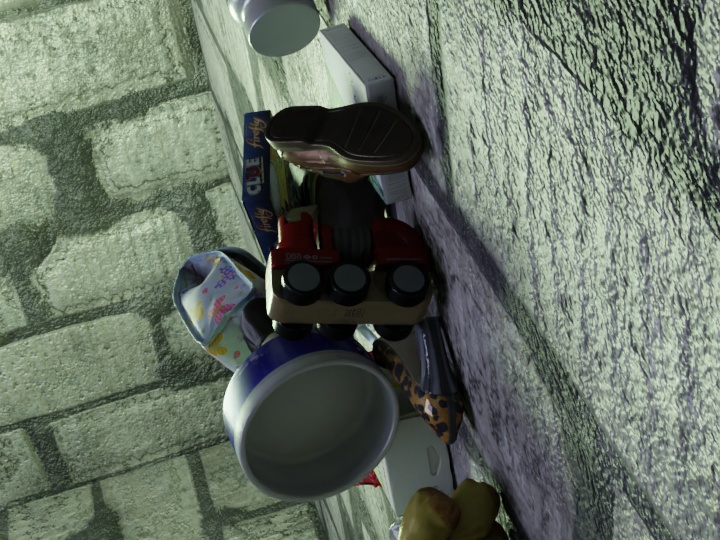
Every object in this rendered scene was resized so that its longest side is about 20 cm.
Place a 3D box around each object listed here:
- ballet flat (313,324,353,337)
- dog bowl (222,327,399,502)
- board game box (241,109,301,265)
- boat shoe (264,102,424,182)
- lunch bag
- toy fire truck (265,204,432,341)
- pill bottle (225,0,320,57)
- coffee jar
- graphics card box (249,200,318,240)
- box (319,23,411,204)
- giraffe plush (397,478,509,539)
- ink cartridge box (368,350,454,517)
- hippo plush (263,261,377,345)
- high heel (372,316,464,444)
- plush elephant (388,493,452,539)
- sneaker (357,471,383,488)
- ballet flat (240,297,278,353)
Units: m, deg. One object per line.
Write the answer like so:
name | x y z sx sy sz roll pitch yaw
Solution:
ballet flat | -0.039 0.051 1.606 0.070 0.065 0.201 -19 61 61
dog bowl | -0.059 0.170 1.529 0.079 0.199 0.201 -128 23 -53
board game box | -0.104 -0.078 1.576 0.200 0.034 0.136 74 -169 -53
boat shoe | -0.007 -0.130 1.352 0.200 0.072 0.068 16 155 41
lunch bag | -0.145 0.060 1.690 0.170 0.127 0.200 42 180 -30
toy fire truck | -0.022 -0.022 1.453 0.129 0.175 0.201 106 161 -55
pill bottle | -0.124 -0.377 1.647 0.117 0.116 0.201 89 162 -59
coffee jar | -0.030 -0.108 1.631 0.200 0.085 0.105 -123 26 -63
graphics card box | -0.094 -0.111 1.798 0.200 0.125 0.051 -103 35 -58
box | 0.004 -0.180 1.459 0.200 0.036 0.145 -119 16 -59
giraffe plush | 0.118 0.322 1.330 0.162 0.200 0.173 11 117 47
ink cartridge box | 0.048 0.207 1.704 0.200 0.083 0.146 -125 22 -66
hippo plush | -0.071 0.026 1.875 0.159 0.160 0.201 -121 18 -59
high heel | 0.064 0.141 1.518 0.200 0.071 0.143 139 122 -70
plush elephant | 0.090 0.365 1.534 0.155 0.199 0.165 -9 89 63
sneaker | 0.039 0.295 1.810 0.200 0.115 0.079 -139 33 -76
ballet flat | -0.083 0.121 1.585 0.068 0.068 0.200 42 160 58
